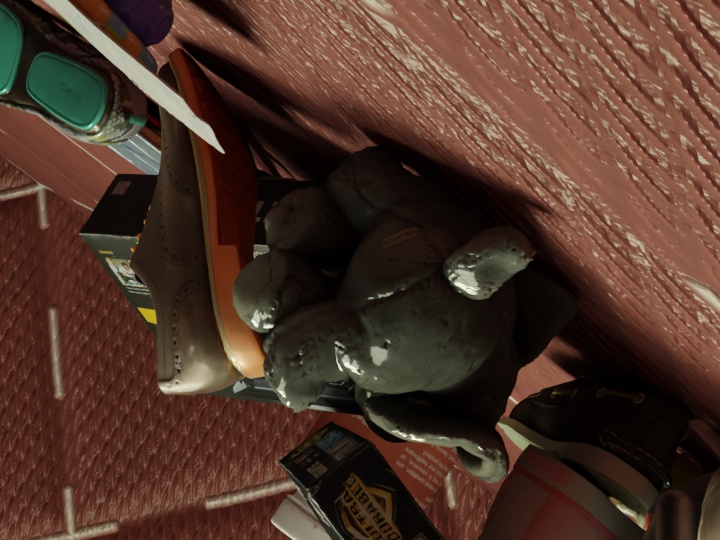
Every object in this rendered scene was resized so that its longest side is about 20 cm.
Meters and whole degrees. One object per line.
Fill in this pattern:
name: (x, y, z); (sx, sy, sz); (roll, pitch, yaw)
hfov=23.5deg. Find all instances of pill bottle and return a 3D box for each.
pill bottle: (0.018, 0.141, 1.380); (0.112, 0.201, 0.112); (34, 173, 4)

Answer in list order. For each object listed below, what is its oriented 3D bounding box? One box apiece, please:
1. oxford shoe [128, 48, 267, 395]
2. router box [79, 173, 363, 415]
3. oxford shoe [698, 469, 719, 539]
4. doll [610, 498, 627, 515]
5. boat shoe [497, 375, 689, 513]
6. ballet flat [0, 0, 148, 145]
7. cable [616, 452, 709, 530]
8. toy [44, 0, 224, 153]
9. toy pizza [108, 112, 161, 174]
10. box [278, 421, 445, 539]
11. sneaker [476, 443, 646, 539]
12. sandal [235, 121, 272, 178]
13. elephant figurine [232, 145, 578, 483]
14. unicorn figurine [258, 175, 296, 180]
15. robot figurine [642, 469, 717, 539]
oxford shoe: (-0.095, -0.029, 0.922); (0.071, 0.072, 0.201); (47, -153, -56)
router box: (-0.046, 0.016, 1.024); (0.199, 0.052, 0.158); (5, 142, 33)
oxford shoe: (0.190, 0.107, 0.739); (0.071, 0.073, 0.200); (35, 174, 6)
doll: (0.259, 0.198, 1.230); (0.199, 0.049, 0.136); (30, 165, -9)
boat shoe: (0.142, 0.099, 1.053); (0.072, 0.061, 0.201); (37, 173, -13)
ballet flat: (-0.218, -0.139, 1.199); (0.200, 0.072, 0.072); (32, 173, 33)
cable: (0.250, 0.187, 1.103); (0.200, 0.050, 0.098); (37, 142, 24)
toy: (-0.135, -0.143, 0.802); (0.200, 0.047, 0.115); (38, 177, 9)
toy pizza: (-0.183, -0.113, 1.339); (0.200, 0.032, 0.200); (35, 175, 4)
box: (0.035, 0.179, 0.959); (0.199, 0.050, 0.200); (53, 172, -3)
sneaker: (0.124, 0.185, 1.043); (0.075, 0.105, 0.200); (26, 171, 38)
sandal: (-0.080, -0.038, 1.137); (0.043, 0.076, 0.200); (37, 174, 19)
elephant figurine: (0.041, 0.039, 0.871); (0.200, 0.141, 0.155); (45, -171, -42)
unicorn figurine: (0.000, 0.000, 1.092); (0.199, 0.074, 0.138); (16, 156, 27)
robot figurine: (0.231, 0.186, 0.990); (0.169, 0.114, 0.200); (-10, 148, 30)
